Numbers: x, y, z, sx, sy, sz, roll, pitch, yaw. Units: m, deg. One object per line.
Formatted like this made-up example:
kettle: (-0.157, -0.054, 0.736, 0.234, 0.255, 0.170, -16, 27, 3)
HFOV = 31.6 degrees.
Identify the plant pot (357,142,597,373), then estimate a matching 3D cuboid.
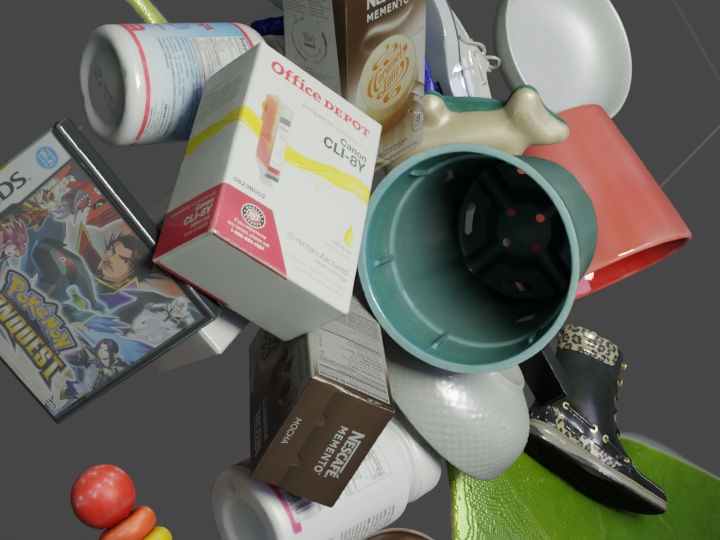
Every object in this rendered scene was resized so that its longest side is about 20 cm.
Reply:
plant pot: (0.127, -0.024, 1.174, 0.196, 0.200, 0.200, -22, 91, -65)

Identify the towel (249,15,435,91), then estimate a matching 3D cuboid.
towel: (-0.011, -0.211, 1.328, 0.200, 0.050, 0.148, -21, 90, -37)

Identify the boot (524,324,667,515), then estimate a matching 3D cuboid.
boot: (0.278, 0.169, 1.419, 0.204, 0.073, 0.154, 33, 63, -17)

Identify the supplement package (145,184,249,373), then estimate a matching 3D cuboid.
supplement package: (-0.132, -0.022, 1.148, 0.121, 0.120, 0.200, 52, 54, -14)

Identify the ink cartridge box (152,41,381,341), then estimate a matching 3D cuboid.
ink cartridge box: (-0.071, -0.067, 1.056, 0.145, 0.083, 0.200, 32, 51, -30)

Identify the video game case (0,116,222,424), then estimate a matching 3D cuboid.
video game case: (-0.244, 0.005, 1.037, 0.200, 0.181, 0.026, 53, 19, -13)

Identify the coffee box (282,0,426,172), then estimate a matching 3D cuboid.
coffee box: (-0.004, -0.195, 1.182, 0.114, 0.080, 0.200, -35, 139, -36)

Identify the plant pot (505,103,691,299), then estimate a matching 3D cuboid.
plant pot: (0.237, -0.073, 1.393, 0.200, 0.200, 0.177, -14, 76, -37)

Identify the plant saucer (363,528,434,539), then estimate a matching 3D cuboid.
plant saucer: (0.022, 0.345, 1.209, 0.200, 0.034, 0.200, 4, 84, -36)

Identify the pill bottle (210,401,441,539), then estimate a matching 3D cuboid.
pill bottle: (-0.028, 0.199, 1.172, 0.200, 0.113, 0.113, -21, 91, -37)

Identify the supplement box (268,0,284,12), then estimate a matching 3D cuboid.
supplement box: (-0.033, -0.310, 1.264, 0.200, 0.101, 0.103, 36, 47, -4)

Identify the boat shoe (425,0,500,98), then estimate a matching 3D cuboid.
boat shoe: (0.114, -0.222, 1.406, 0.086, 0.075, 0.202, -22, 95, -37)

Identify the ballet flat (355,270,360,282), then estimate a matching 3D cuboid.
ballet flat: (0.000, 0.000, 1.274, 0.076, 0.064, 0.200, 47, 57, -18)

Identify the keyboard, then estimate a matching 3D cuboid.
keyboard: (0.168, 0.042, 1.325, 0.021, 0.127, 0.200, -26, 82, -20)

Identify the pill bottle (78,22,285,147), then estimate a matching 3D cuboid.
pill bottle: (-0.150, -0.176, 1.182, 0.200, 0.109, 0.109, -10, 84, -38)

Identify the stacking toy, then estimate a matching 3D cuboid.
stacking toy: (-0.177, 0.253, 1.076, 0.085, 0.085, 0.200, -38, 97, -36)

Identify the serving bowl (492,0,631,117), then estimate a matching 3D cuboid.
serving bowl: (0.227, -0.257, 1.501, 0.200, 0.066, 0.200, 10, 72, -34)

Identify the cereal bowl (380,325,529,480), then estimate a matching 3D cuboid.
cereal bowl: (0.098, 0.101, 1.241, 0.200, 0.083, 0.200, 44, 18, -18)

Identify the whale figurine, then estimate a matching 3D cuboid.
whale figurine: (0.116, -0.141, 1.304, 0.159, 0.200, 0.104, 40, 44, -29)

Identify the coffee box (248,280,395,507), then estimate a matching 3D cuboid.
coffee box: (-0.039, 0.093, 1.110, 0.080, 0.113, 0.200, 25, 25, -18)
